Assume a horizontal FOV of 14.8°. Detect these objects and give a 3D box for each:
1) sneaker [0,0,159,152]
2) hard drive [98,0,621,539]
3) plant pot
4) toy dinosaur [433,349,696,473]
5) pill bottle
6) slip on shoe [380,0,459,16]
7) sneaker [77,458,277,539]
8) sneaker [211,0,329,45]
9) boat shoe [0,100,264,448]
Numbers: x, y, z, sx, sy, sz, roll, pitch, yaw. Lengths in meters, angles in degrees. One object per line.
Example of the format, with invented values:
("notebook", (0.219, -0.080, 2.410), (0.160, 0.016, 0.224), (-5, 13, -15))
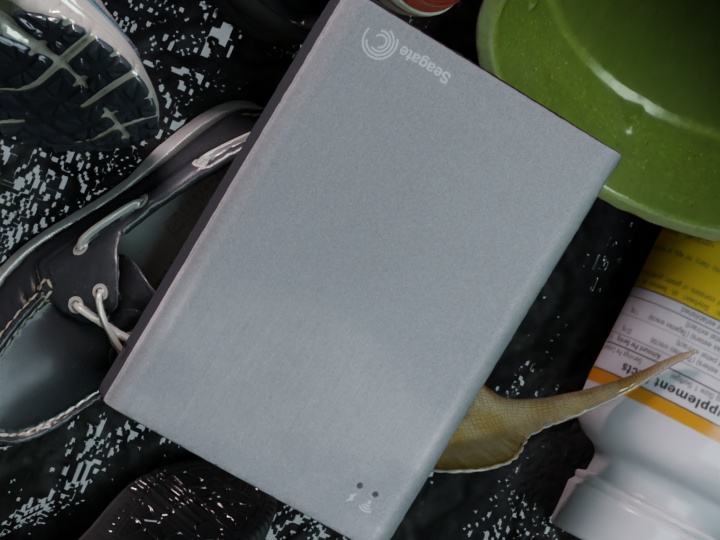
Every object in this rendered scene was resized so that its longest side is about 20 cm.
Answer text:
("sneaker", (-0.139, -0.127, 1.136), (0.200, 0.077, 0.087), (50, 38, -43))
("hard drive", (0.000, 0.000, 1.161), (0.139, 0.033, 0.200), (30, 94, -16))
("plant pot", (0.177, -0.145, 1.227), (0.200, 0.200, 0.190), (44, 55, -27))
("toy dinosaur", (0.047, 0.070, 1.257), (0.199, 0.101, 0.058), (-12, 110, -20))
("pill bottle", (0.171, 0.048, 1.311), (0.111, 0.111, 0.201), (28, 88, -29))
("slip on shoe", (0.051, -0.208, 1.203), (0.074, 0.061, 0.201), (23, 71, -35))
("sneaker", (-0.120, 0.165, 1.219), (0.200, 0.060, 0.104), (-35, 155, -45))
("sneaker", (-0.066, -0.163, 1.157), (0.200, 0.091, 0.076), (34, 89, -27))
("boat shoe", (-0.098, 0.003, 1.195), (0.200, 0.060, 0.076), (-49, 117, -9))
